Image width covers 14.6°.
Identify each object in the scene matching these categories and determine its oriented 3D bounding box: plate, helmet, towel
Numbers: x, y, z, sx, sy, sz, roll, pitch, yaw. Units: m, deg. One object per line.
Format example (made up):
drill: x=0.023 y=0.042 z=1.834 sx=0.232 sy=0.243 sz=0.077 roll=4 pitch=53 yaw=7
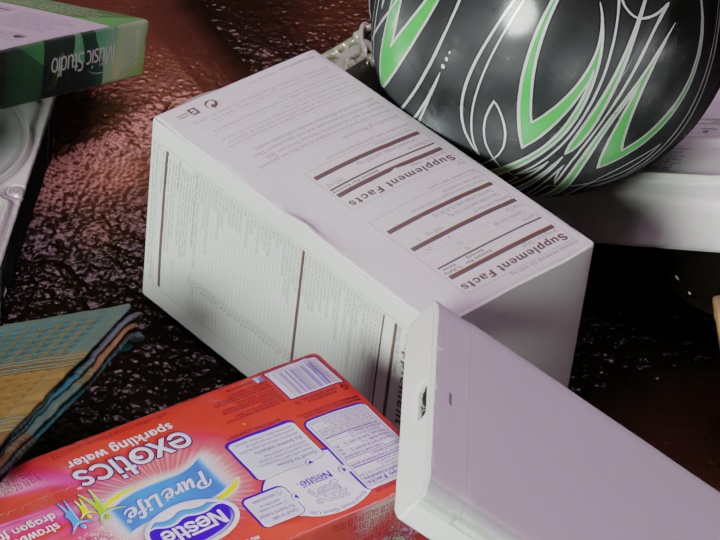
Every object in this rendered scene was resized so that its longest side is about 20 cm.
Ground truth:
plate: x=0.190 y=-0.065 z=1.479 sx=0.199 sy=0.033 sz=0.200 roll=6 pitch=28 yaw=45
helmet: x=0.096 y=-0.132 z=1.397 sx=0.199 sy=0.192 sz=0.200 roll=14 pitch=-3 yaw=1
towel: x=-0.191 y=0.064 z=1.233 sx=0.146 sy=0.022 sz=0.200 roll=-9 pitch=15 yaw=17

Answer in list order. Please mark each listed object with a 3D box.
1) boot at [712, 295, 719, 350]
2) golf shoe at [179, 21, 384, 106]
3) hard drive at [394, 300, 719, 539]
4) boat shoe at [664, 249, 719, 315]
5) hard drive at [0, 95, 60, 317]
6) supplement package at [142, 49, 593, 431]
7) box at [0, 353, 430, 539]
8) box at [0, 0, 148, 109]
boot: x=0.279 y=0.080 z=1.331 sx=0.199 sy=0.066 sz=0.176 roll=-10 pitch=74 yaw=4
golf shoe: x=-0.010 y=-0.097 z=1.510 sx=0.199 sy=0.088 sz=0.077 roll=-7 pitch=40 yaw=-16
hard drive: x=0.101 y=0.109 z=1.215 sx=0.199 sy=0.026 sz=0.132 roll=34 pitch=31 yaw=-19
boat shoe: x=0.257 y=0.010 z=1.431 sx=0.199 sy=0.072 sz=0.076 roll=28 pitch=30 yaw=26
hard drive: x=-0.238 y=-0.041 z=1.436 sx=0.139 sy=0.038 sz=0.201 roll=8 pitch=37 yaw=2
supplement package: x=0.000 y=0.000 z=1.357 sx=0.109 sy=0.114 sz=0.200 roll=-26 pitch=49 yaw=-36
box: x=-0.073 y=0.126 z=1.190 sx=0.199 sy=0.096 sz=0.100 roll=-20 pitch=44 yaw=-32
box: x=-0.219 y=-0.120 z=1.474 sx=0.143 sy=0.037 sz=0.200 roll=13 pitch=17 yaw=21
